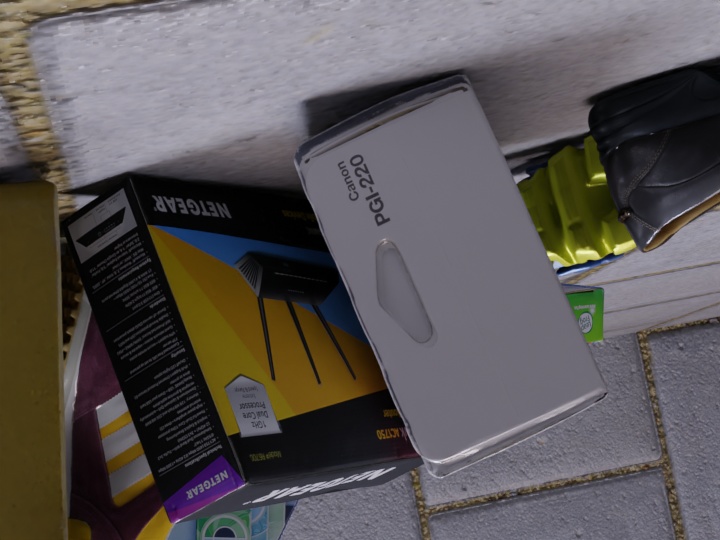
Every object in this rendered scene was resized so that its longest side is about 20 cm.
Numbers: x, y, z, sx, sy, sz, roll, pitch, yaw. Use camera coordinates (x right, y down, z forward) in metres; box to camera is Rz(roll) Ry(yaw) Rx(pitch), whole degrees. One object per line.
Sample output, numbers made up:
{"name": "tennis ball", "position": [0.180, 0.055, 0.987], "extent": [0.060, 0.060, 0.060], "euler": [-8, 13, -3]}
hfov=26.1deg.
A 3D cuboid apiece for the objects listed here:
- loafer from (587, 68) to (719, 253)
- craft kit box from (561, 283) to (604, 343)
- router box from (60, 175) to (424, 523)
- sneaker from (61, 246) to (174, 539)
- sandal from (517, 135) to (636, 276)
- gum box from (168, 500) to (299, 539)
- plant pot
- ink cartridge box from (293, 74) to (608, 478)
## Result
{"name": "loafer", "position": [0.201, -0.064, 0.692], "extent": [0.198, 0.073, 0.072], "euler": [-17, 170, 35]}
{"name": "craft kit box", "position": [0.041, 0.032, 1.138], "extent": [0.196, 0.049, 0.199], "euler": [-1, -176, -40]}
{"name": "router box", "position": [-0.045, 0.037, 0.766], "extent": [0.051, 0.151, 0.199], "euler": [-29, 165, 25]}
{"name": "sneaker", "position": [-0.122, 0.079, 0.795], "extent": [0.089, 0.203, 0.075], "euler": [8, -179, -25]}
{"name": "sandal", "position": [0.082, -0.019, 0.866], "extent": [0.198, 0.081, 0.087], "euler": [-12, 177, 21]}
{"name": "gum box", "position": [-0.140, 0.118, 0.849], "extent": [0.198, 0.171, 0.045], "euler": [27, 179, 2]}
{"name": "plant pot", "position": [-0.241, 0.075, 0.679], "extent": [0.197, 0.197, 0.195], "euler": [0, 170, -19]}
{"name": "ink cartridge box", "position": [0.039, 0.011, 0.706], "extent": [0.084, 0.147, 0.200], "euler": [-24, 173, 2]}
